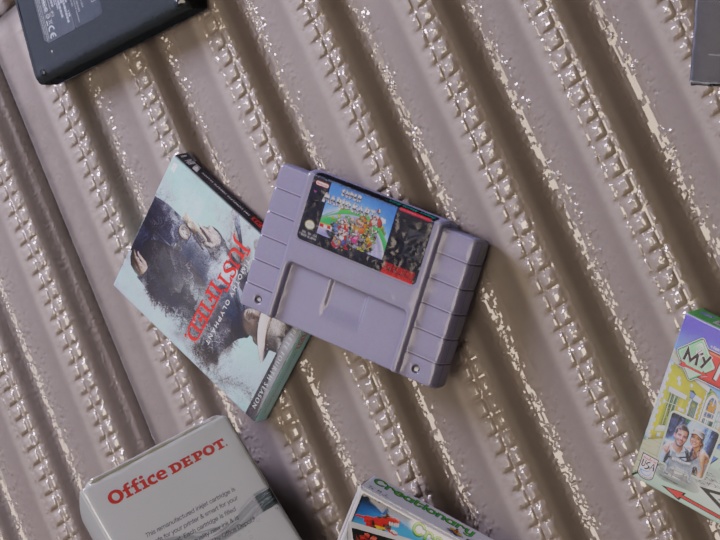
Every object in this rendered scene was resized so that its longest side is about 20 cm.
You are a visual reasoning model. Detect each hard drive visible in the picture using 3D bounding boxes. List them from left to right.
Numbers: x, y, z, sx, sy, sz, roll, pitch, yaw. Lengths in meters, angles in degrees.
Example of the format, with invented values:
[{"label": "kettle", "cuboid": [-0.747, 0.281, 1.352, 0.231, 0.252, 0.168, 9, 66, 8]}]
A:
[{"label": "hard drive", "cuboid": [-0.231, -0.264, 1.800, 0.199, 0.033, 0.140, -20, 82, 38]}]

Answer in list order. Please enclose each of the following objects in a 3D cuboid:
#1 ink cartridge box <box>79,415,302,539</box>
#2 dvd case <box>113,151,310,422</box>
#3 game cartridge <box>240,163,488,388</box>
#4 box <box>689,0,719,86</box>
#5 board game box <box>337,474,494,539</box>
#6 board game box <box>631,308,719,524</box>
[{"label": "ink cartridge box", "cuboid": [-0.129, 0.245, 1.697, 0.201, 0.146, 0.083, 58, 160, 18]}, {"label": "dvd case", "cuboid": [-0.122, 0.013, 1.753, 0.200, 0.022, 0.146, 42, 118, 25]}, {"label": "game cartridge", "cuboid": [0.000, 0.000, 1.635, 0.199, 0.038, 0.130, 22, 104, 31]}, {"label": "box", "cuboid": [0.313, -0.218, 1.337, 0.148, 0.107, 0.201, 10, 100, 36]}, {"label": "board game box", "cuboid": [0.068, 0.264, 1.592, 0.199, 0.035, 0.127, 28, 110, 16]}, {"label": "board game box", "cuboid": [0.300, 0.129, 1.434, 0.199, 0.029, 0.135, 27, 112, 33]}]
